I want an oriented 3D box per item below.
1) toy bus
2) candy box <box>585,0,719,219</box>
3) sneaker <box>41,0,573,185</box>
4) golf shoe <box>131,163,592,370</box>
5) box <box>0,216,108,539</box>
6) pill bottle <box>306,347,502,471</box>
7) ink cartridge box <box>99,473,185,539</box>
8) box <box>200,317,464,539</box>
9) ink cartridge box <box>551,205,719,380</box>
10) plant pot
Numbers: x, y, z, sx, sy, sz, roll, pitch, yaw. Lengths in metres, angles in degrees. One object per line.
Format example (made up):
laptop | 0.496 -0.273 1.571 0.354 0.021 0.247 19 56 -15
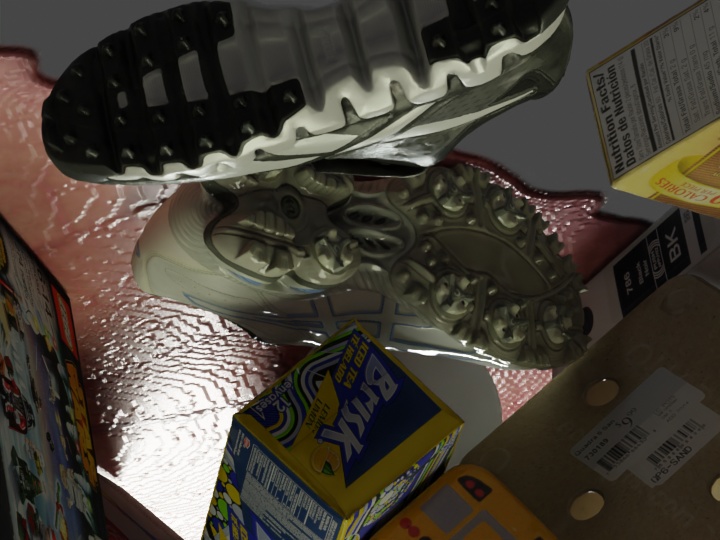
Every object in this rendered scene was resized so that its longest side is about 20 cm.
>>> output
toy bus | 0.026 0.159 1.213 0.078 0.065 0.200 -40 163 -24
candy box | 0.196 -0.084 1.103 0.115 0.056 0.200 13 146 -42
sneaker | -0.013 -0.061 1.057 0.199 0.067 0.091 -17 152 9
golf shoe | 0.000 0.000 1.199 0.199 0.079 0.097 19 150 -32
box | -0.135 0.079 1.147 0.040 0.201 0.137 -15 156 7
pill bottle | 0.008 0.104 1.363 0.113 0.114 0.200 -7 155 -8
ink cartridge box | -0.150 0.166 1.337 0.146 0.144 0.200 -52 150 0
box | -0.020 0.107 1.204 0.070 0.064 0.200 -38 163 -28
ink cartridge box | 0.156 0.011 1.314 0.099 0.039 0.200 4 150 -29
plant pot | 0.154 0.125 1.235 0.200 0.200 0.177 -40 131 -11
